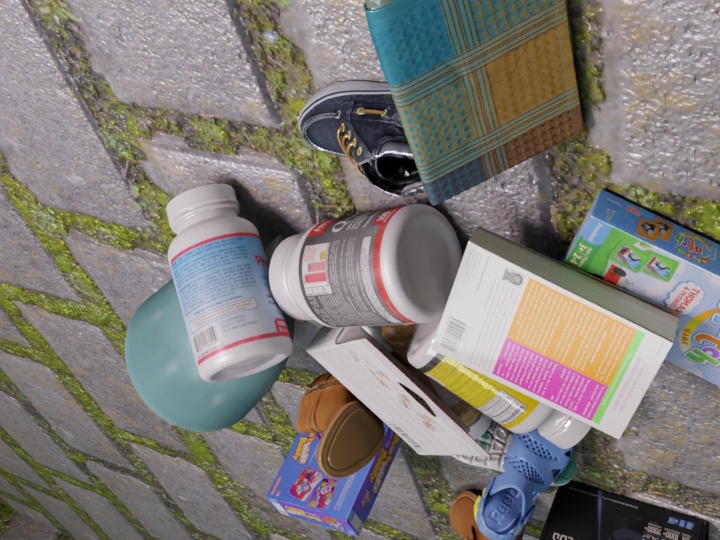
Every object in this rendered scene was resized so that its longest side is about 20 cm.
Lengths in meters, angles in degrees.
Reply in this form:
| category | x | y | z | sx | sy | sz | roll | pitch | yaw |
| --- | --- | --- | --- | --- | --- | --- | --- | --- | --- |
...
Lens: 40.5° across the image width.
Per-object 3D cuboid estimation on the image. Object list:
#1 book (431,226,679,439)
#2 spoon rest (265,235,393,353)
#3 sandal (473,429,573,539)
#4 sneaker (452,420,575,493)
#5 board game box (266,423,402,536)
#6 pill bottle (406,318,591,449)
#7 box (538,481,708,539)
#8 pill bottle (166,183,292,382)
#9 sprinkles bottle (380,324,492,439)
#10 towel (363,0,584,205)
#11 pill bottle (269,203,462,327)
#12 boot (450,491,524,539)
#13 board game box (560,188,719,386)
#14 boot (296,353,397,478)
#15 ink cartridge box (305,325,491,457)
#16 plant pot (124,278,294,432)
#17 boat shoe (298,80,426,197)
| category | x | y | z | sx | sy | sz | roll | pitch | yaw |
| --- | --- | --- | --- | --- | --- | --- | --- | --- | --- |
| book | 0.174 | 0.061 | 0.906 | 0.197 | 0.048 | 0.135 | 25 | 126 | 11 |
| spoon rest | -0.038 | 0.043 | 1.171 | 0.199 | 0.061 | 0.099 | 37 | 149 | -10 |
| sandal | 0.195 | 0.247 | 1.162 | 0.078 | 0.203 | 0.087 | 26 | -166 | 12 |
| sneaker | 0.177 | 0.240 | 1.267 | 0.197 | 0.078 | 0.092 | 22 | 153 | 16 |
| board game box | -0.023 | 0.241 | 1.311 | 0.132 | 0.202 | 0.045 | 7 | 144 | 34 |
| pill bottle | 0.156 | 0.102 | 1.039 | 0.198 | 0.112 | 0.111 | 34 | 150 | -8 |
| box | 0.330 | 0.385 | 1.255 | 0.197 | 0.165 | 0.087 | 12 | 147 | 29 |
| pill bottle | -0.152 | 0.013 | 1.089 | 0.109 | 0.107 | 0.204 | -41 | 64 | 59 |
| sprinkles bottle | 0.094 | 0.122 | 1.165 | 0.067 | 0.069 | 0.201 | 3 | 140 | 38 |
| towel | 0.091 | -0.149 | 0.723 | 0.201 | 0.145 | 0.022 | 66 | 179 | -47 |
| pill bottle | 0.000 | 0.000 | 1.017 | 0.198 | 0.117 | 0.116 | -7 | 135 | 46 |
| boot | 0.167 | 0.406 | 1.420 | 0.076 | 0.157 | 0.199 | 36 | 149 | -14 |
| board game box | 0.280 | 0.022 | 0.886 | 0.197 | 0.037 | 0.152 | 25 | 149 | 7 |
| boot | -0.038 | 0.187 | 1.243 | 0.154 | 0.202 | 0.077 | -20 | 123 | 43 |
| ink cartridge box | 0.048 | 0.133 | 1.109 | 0.200 | 0.044 | 0.173 | 44 | 156 | -13 |
| plant pot | -0.173 | 0.079 | 1.220 | 0.199 | 0.202 | 0.161 | 37 | 139 | -13 |
| boat shoe | 0.006 | -0.115 | 0.865 | 0.198 | 0.092 | 0.071 | 0 | 139 | 41 |
